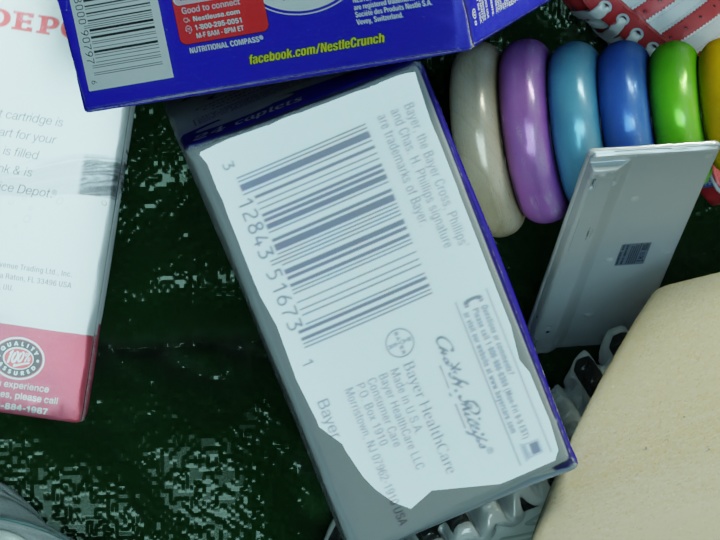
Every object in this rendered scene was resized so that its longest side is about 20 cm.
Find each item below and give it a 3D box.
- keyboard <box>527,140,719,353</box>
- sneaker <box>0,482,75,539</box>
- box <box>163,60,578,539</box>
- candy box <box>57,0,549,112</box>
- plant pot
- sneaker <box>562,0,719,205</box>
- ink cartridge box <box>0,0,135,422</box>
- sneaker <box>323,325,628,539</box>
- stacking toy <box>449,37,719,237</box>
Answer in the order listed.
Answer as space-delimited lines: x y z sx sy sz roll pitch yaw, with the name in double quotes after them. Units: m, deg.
0.112 -0.008 1.308 0.056 0.200 0.011 -9 67 -10 "keyboard"
-0.119 0.163 1.351 0.199 0.080 0.071 28 93 -13 "sneaker"
0.000 0.000 1.277 0.104 0.200 0.185 -22 102 -3 "box"
-0.011 -0.129 1.229 0.168 0.200 0.078 -8 100 19 "candy box"
0.202 0.100 1.255 0.199 0.178 0.200 -14 137 30 "plant pot"
0.133 -0.097 1.346 0.199 0.071 0.113 17 94 -12 "sneaker"
-0.177 -0.048 1.304 0.145 0.085 0.201 9 100 -9 "ink cartridge box"
0.078 0.104 1.375 0.199 0.075 0.081 -27 130 6 "sneaker"
0.142 -0.070 1.278 0.199 0.085 0.086 -8 101 13 "stacking toy"
